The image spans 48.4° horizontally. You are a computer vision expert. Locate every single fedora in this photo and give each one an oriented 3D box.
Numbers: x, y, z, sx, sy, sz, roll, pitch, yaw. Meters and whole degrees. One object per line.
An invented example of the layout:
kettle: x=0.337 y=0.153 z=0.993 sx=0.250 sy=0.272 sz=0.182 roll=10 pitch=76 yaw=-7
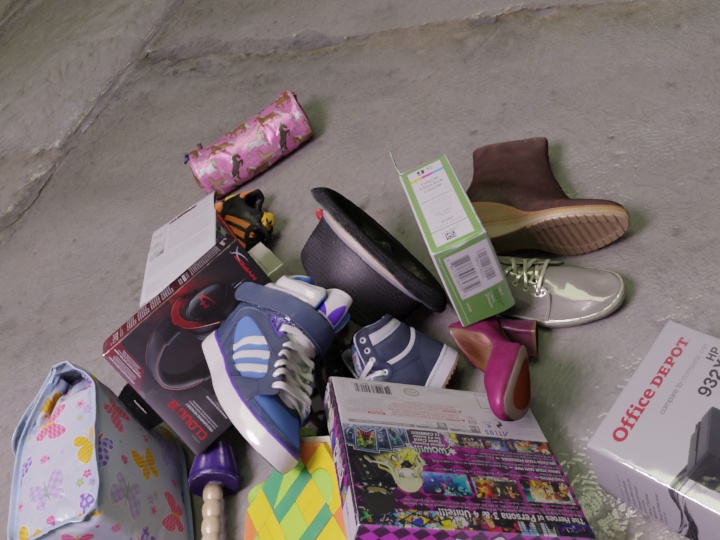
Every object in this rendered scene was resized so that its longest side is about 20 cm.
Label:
fedora: x=0.000 y=0.000 z=0.893 sx=0.092 sy=0.200 sz=0.201 roll=-49 pitch=43 yaw=9

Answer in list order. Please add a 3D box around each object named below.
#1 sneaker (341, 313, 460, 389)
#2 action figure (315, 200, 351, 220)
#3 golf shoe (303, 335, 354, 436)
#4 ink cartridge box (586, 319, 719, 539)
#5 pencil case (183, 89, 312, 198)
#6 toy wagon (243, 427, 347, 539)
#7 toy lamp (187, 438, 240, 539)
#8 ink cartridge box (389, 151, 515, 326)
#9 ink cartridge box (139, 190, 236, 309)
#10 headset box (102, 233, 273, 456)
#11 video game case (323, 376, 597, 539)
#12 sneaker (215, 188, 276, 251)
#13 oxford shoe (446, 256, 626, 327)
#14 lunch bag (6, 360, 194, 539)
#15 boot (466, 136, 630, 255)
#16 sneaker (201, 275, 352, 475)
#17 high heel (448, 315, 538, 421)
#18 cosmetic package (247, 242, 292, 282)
sneaker: x=0.012 y=0.132 z=0.791 sx=0.108 sy=0.070 sz=0.201 roll=34 pitch=58 yaw=1
action figure: x=-0.033 y=-0.005 z=0.995 sx=0.065 sy=0.052 sz=0.202 roll=-14 pitch=48 yaw=13
golf shoe: x=-0.043 y=0.168 z=0.834 sx=0.094 sy=0.078 sz=0.201 roll=-27 pitch=39 yaw=30
ink cartridge box: x=0.307 y=0.148 z=0.641 sx=0.199 sy=0.084 sz=0.145 roll=24 pitch=66 yaw=41
pencil case: x=-0.166 y=-0.191 z=1.212 sx=0.199 sy=0.087 sz=0.083 roll=-32 pitch=12 yaw=-2
toy wagon: x=-0.057 y=0.247 z=0.715 sx=0.201 sy=0.039 sz=0.155 roll=-56 pitch=43 yaw=16
toy lamp: x=-0.149 y=0.264 z=0.805 sx=0.058 sy=0.058 sz=0.201 roll=-18 pitch=47 yaw=12
ink cartridge box: x=0.092 y=-0.049 z=0.844 sx=0.059 sy=0.104 sz=0.201 roll=-24 pitch=38 yaw=6
ink cartridge box: x=-0.208 y=-0.017 z=0.989 sx=0.108 sy=0.051 sz=0.201 roll=-32 pitch=28 yaw=8
headset box: x=-0.165 y=0.083 z=0.854 sx=0.200 sy=0.149 sz=0.075 roll=-41 pitch=15 yaw=-8
video game case: x=0.075 y=0.165 z=0.681 sx=0.198 sy=0.036 sz=0.182 roll=8 pitch=27 yaw=-15
sneaker: x=-0.153 y=-0.042 z=1.075 sx=0.089 sy=0.070 sz=0.201 roll=-29 pitch=41 yaw=6
oxford shoe: x=0.179 y=0.015 z=0.853 sx=0.198 sy=0.058 sz=0.076 roll=5 pitch=52 yaw=30
lunch bag: x=-0.267 y=0.213 z=0.832 sx=0.126 sy=0.170 sz=0.201 roll=-25 pitch=46 yaw=9
boot: x=0.210 y=-0.098 z=0.926 sx=0.198 sy=0.073 sz=0.168 roll=-7 pitch=50 yaw=28
sneaker: x=-0.061 y=0.076 z=0.743 sx=0.146 sy=0.081 sz=0.200 roll=-38 pitch=37 yaw=-2
high heel: x=0.116 y=0.092 z=0.765 sx=0.095 sy=0.068 sz=0.200 roll=-2 pitch=11 yaw=18
cosmetic package: x=-0.161 y=0.070 z=0.952 sx=0.199 sy=0.088 sz=0.103 roll=-38 pitch=27 yaw=-7
